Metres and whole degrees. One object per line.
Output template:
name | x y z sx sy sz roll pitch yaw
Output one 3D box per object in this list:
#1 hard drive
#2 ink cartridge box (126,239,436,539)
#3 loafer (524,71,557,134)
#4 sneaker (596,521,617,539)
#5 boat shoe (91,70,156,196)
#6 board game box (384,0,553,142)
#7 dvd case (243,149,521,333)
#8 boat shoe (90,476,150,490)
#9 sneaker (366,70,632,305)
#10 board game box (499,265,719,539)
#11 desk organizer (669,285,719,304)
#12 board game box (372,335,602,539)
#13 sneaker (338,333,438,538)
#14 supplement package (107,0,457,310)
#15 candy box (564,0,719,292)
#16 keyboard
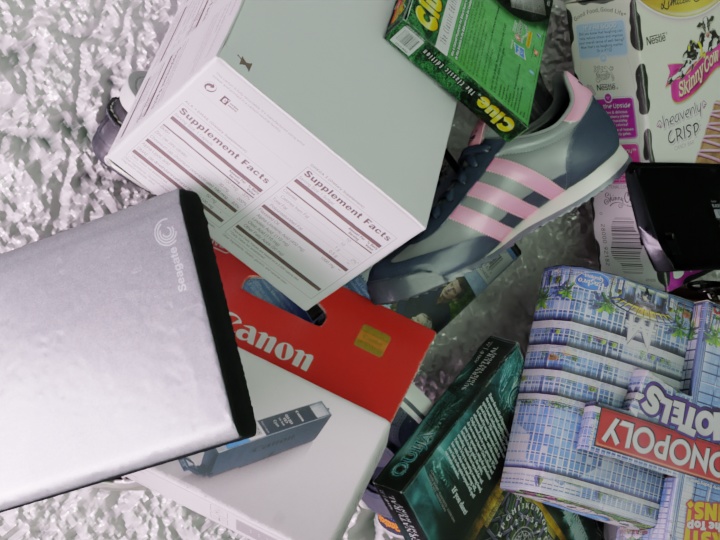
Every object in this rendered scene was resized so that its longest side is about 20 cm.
hard drive | -0.164 0.051 0.866 0.198 0.033 0.141 -18 81 19
ink cartridge box | -0.072 0.060 0.935 0.198 0.045 0.177 25 66 7
loafer | 0.089 -0.157 1.029 0.070 0.068 0.201 -44 106 -2
sneaker | 0.243 0.230 1.114 0.075 0.115 0.201 -41 109 -10
boat shoe | -0.077 -0.052 0.980 0.199 0.076 0.060 34 119 -12
board game box | 0.077 -0.179 0.966 0.105 0.023 0.201 39 41 -21
dvd case | 0.000 0.000 1.044 0.200 0.018 0.143 -42 109 -10
boat shoe | -0.145 0.108 0.978 0.198 0.066 0.073 9 94 -21
sneaker | 0.077 -0.054 0.985 0.199 0.070 0.083 -33 102 -15
board game box | 0.197 0.119 1.000 0.198 0.062 0.202 18 75 -23
desk organizer | 0.270 0.053 1.121 0.198 0.077 0.073 5 96 -21
board game box | 0.092 0.162 1.024 0.135 0.028 0.201 -48 130 -28
sneaker | 0.027 0.128 1.028 0.080 0.078 0.200 -47 121 -11
supplement package | -0.033 -0.112 0.912 0.155 0.111 0.201 38 43 -21
candy box | 0.216 -0.099 1.064 0.136 0.061 0.203 -20 105 -43
keyboard | 0.240 -0.019 1.035 0.199 0.039 0.105 -2 70 -45
